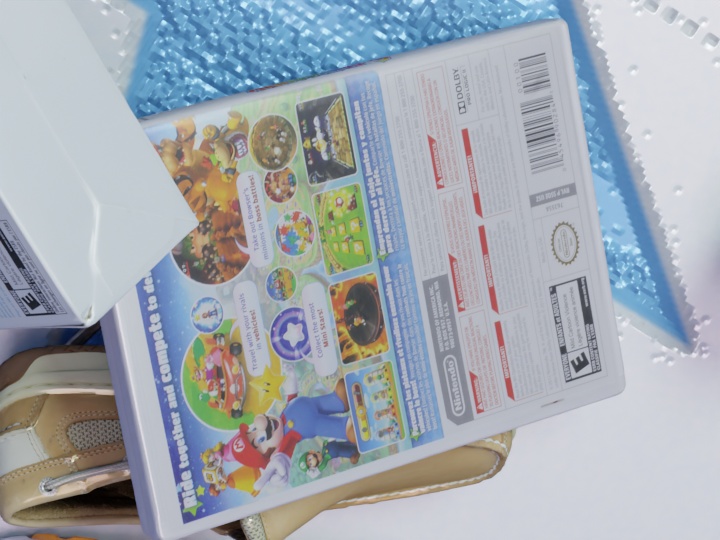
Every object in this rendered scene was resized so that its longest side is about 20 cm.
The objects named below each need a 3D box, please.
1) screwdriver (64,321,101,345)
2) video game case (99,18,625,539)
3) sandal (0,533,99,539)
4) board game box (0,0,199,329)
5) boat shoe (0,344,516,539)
[{"bbox_3d":[-0.098,0.014,1.059,0.200,0.028,0.029,-38,81,15],"label":"screwdriver"},{"bbox_3d":[0.000,0.000,1.005,0.199,0.018,0.144,-16,102,-28],"label":"video game case"},{"bbox_3d":[-0.077,0.147,1.077,0.206,0.059,0.080,0,106,3],"label":"sandal"},{"bbox_3d":[-0.167,-0.052,0.932,0.064,0.200,0.148,-45,117,-34],"label":"board game box"},{"bbox_3d":[-0.038,0.076,1.046,0.199,0.076,0.072,-1,143,-7],"label":"boat shoe"}]
